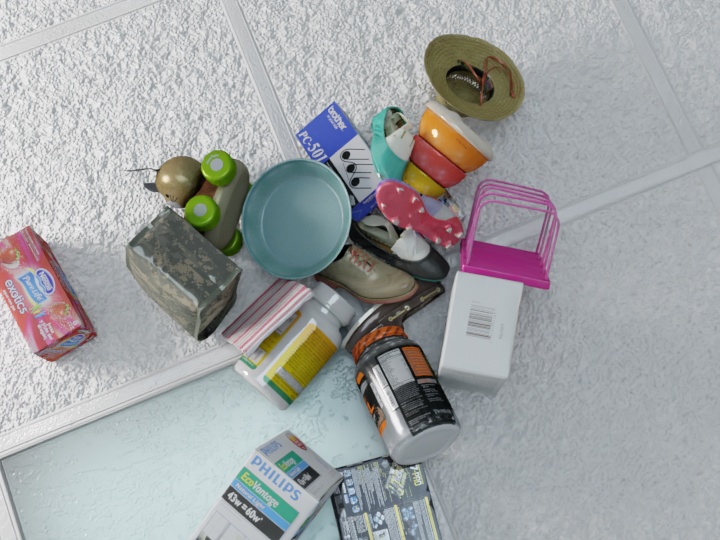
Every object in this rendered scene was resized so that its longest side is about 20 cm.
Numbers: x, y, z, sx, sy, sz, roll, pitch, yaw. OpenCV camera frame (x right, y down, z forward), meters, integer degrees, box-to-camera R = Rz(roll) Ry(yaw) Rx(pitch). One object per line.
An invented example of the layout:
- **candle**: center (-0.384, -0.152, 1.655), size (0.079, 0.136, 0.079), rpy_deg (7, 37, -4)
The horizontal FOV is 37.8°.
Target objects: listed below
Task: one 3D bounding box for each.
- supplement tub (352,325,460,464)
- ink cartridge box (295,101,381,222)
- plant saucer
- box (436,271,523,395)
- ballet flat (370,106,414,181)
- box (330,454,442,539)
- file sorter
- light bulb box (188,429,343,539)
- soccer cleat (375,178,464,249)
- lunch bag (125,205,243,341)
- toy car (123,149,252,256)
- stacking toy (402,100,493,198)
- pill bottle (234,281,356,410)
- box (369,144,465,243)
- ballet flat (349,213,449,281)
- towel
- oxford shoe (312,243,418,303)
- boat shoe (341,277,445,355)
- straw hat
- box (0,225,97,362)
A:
- **supplement tub**: center (0.067, 0.196, 1.676), size (0.122, 0.123, 0.201), rpy_deg (-23, 58, -5)
- **ink cartridge box**: center (-0.025, -0.187, 1.783), size (0.094, 0.044, 0.201), rpy_deg (-39, 57, 9)
- **plant saucer**: center (-0.101, -0.083, 1.737), size (0.198, 0.036, 0.202), rpy_deg (-3, 82, 21)
- **box**: center (0.186, 0.104, 1.673), size (0.105, 0.200, 0.154), rpy_deg (10, 77, 4)
- **ballet flat**: center (0.054, -0.216, 1.733), size (0.067, 0.201, 0.070), rpy_deg (36, 116, -25)
- **box**: center (0.041, 0.400, 1.681), size (0.160, 0.049, 0.202), rpy_deg (-15, 76, -1)
- **file sorter**: center (0.241, -0.066, 1.695), size (0.138, 0.200, 0.126), rpy_deg (12, 105, 2)
- **light bulb box**: center (-0.145, 0.369, 1.593), size (0.125, 0.198, 0.201), rpy_deg (37, 96, 8)
- **soccer cleat**: center (0.091, -0.101, 1.699), size (0.067, 0.199, 0.077), rpy_deg (-45, 40, 21)
- **lunch bag**: center (-0.288, 0.015, 1.707), size (0.164, 0.200, 0.118), rpy_deg (40, 65, 5)
- **toy car**: center (-0.296, -0.128, 1.764), size (0.198, 0.164, 0.159), rpy_deg (15, 76, 14)
- **stacking toy**: center (0.112, -0.169, 1.758), size (0.146, 0.146, 0.200), rpy_deg (42, 97, 10)
- **pill bottle**: center (-0.102, 0.119, 1.718), size (0.113, 0.113, 0.200), rpy_deg (39, 80, 9)
- **box**: center (0.080, -0.139, 1.818), size (0.110, 0.035, 0.201), rpy_deg (-35, 78, -7)
- **ballet flat**: center (0.058, -0.044, 1.746), size (0.199, 0.069, 0.068), rpy_deg (25, 57, 26)
- **towel**: center (-0.149, 0.075, 1.693), size (0.146, 0.200, 0.030), rpy_deg (-44, 106, -9)
- **oxford shoe**: center (0.000, 0.000, 1.727), size (0.199, 0.075, 0.071), rpy_deg (12, 48, 27)
- **boat shoe**: center (0.055, 0.076, 1.750), size (0.200, 0.072, 0.060), rpy_deg (-42, 76, -14)
- **straw hat**: center (0.182, -0.312, 1.830), size (0.200, 0.085, 0.202), rpy_deg (12, 57, -19)
- **box**: center (-0.534, 0.040, 1.749), size (0.095, 0.100, 0.201), rpy_deg (-31, 77, -7)
